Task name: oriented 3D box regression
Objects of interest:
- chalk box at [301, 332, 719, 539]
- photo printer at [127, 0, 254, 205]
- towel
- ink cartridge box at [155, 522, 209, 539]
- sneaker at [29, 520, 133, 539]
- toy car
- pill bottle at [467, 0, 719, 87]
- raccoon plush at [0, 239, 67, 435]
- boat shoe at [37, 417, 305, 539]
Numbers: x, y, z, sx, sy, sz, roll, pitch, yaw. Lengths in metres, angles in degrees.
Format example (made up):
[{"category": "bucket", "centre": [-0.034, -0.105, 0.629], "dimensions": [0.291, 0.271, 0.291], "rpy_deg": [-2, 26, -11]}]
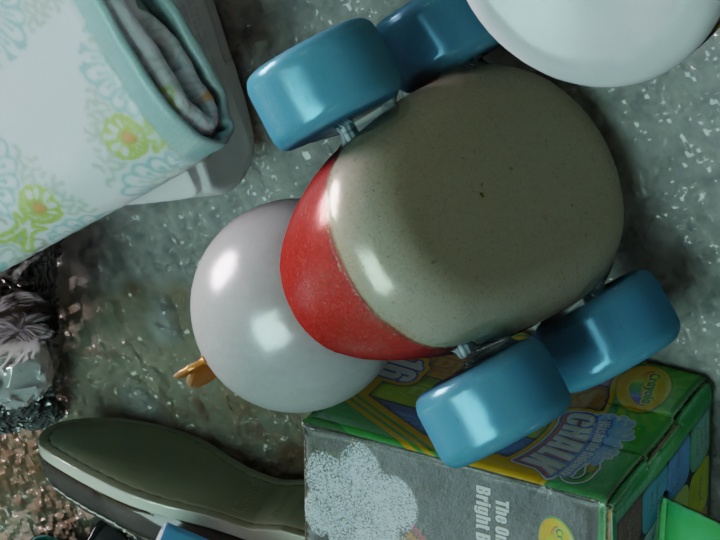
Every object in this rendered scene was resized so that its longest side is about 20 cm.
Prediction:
[{"category": "chalk box", "centre": [0.088, 0.114, 1.299], "dimensions": [0.200, 0.124, 0.125], "rpy_deg": [14, 122, 24]}, {"category": "photo printer", "centre": [-0.162, -0.107, 1.360], "dimensions": [0.200, 0.069, 0.167], "rpy_deg": [-3, 114, 33]}, {"category": "towel", "centre": [-0.166, -0.111, 1.287], "dimensions": [0.171, 0.048, 0.200], "rpy_deg": [-25, 98, 40]}, {"category": "ink cartridge box", "centre": [-0.042, 0.249, 1.387], "dimensions": [0.200, 0.146, 0.147], "rpy_deg": [23, 145, -3]}, {"category": "sneaker", "centre": [-0.180, 0.187, 1.549], "dimensions": [0.200, 0.075, 0.079], "rpy_deg": [-21, 94, 30]}, {"category": "toy car", "centre": [0.000, 0.000, 1.253], "dimensions": [0.200, 0.177, 0.185], "rpy_deg": [-29, 90, 41]}, {"category": "pill bottle", "centre": [0.121, -0.153, 1.072], "dimensions": [0.109, 0.200, 0.110], "rpy_deg": [15, 123, 24]}, {"category": "raccoon plush", "centre": [-0.188, 0.061, 1.411], "dimensions": [0.096, 0.200, 0.134], "rpy_deg": [-7, 118, -1]}, {"category": "boat shoe", "centre": [-0.076, 0.130, 1.440], "dimensions": [0.201, 0.072, 0.061], "rpy_deg": [17, 120, 20]}]
